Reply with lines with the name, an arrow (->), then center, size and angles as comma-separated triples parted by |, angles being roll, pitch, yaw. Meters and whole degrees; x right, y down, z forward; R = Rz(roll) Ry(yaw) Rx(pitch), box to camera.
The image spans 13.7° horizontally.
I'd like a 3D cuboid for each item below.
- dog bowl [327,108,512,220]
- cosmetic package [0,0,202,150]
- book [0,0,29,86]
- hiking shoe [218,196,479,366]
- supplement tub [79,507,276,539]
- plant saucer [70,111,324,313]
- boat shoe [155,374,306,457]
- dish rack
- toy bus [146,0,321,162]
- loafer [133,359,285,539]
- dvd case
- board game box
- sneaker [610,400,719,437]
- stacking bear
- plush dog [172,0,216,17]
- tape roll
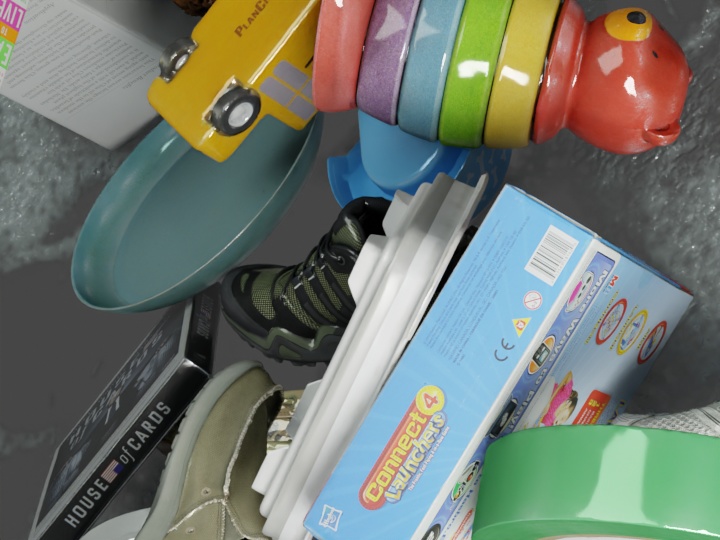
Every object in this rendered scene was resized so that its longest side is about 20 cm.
dog bowl -> 0.035, -0.110, 1.762 | 0.111, 0.050, 0.200 | -25, 55, 32
cosmetic package -> -0.191, -0.159, 1.883 | 0.101, 0.200, 0.071 | -29, 53, 29
book -> -0.236, -0.201, 1.773 | 0.133, 0.048, 0.200 | 4, 71, 39
hiking shoe -> 0.000, 0.000, 1.697 | 0.200, 0.076, 0.101 | 6, 118, 36
supplement tub -> -0.092, 0.243, 1.643 | 0.144, 0.144, 0.200 | -27, 54, 31
plant saucer -> -0.094, -0.047, 1.827 | 0.200, 0.027, 0.200 | -33, 31, 23
boat shoe -> -0.031, 0.093, 1.717 | 0.200, 0.073, 0.063 | 4, 67, 32
dish rack -> 0.001, 0.043, 1.550 | 0.172, 0.043, 0.200 | -62, -3, -72
toy bus -> -0.033, -0.153, 1.744 | 0.200, 0.078, 0.065 | -51, 55, 7
loafer -> -0.077, 0.137, 1.589 | 0.070, 0.075, 0.200 | 18, 57, 8
dvd case -> -0.136, 0.085, 1.764 | 0.150, 0.025, 0.200 | -51, 10, 11
board game box -> 0.075, 0.069, 1.533 | 0.056, 0.196, 0.200 | 32, 93, 22
sneaker -> 0.216, 0.083, 1.497 | 0.200, 0.078, 0.082 | -2, 65, 32
stacking bear -> 0.083, -0.118, 1.642 | 0.122, 0.200, 0.114 | -68, -10, -56
plush dog -> -0.060, -0.244, 1.834 | 0.200, 0.160, 0.172 | -35, 51, 24
tape roll -> 0.155, 0.125, 1.434 | 0.200, 0.200, 0.048 | -4, 68, 41
